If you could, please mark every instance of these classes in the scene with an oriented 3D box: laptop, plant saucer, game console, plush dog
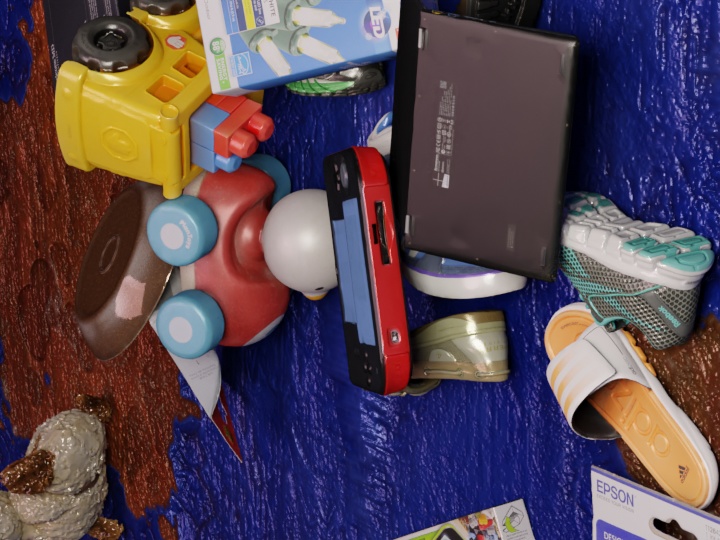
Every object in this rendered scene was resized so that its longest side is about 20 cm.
[{"bbox_3d":[0.088,-0.115,1.476,0.199,0.116,0.189,14,113,25],"label":"laptop"},{"bbox_3d":[-0.236,-0.011,1.899,0.200,0.036,0.201,-45,33,40],"label":"plant saucer"},{"bbox_3d":[0.000,0.000,1.589,0.177,0.031,0.202,179,85,-76],"label":"game console"},{"bbox_3d":[-0.353,0.241,2.279,0.160,0.200,0.172,25,138,13],"label":"plush dog"}]

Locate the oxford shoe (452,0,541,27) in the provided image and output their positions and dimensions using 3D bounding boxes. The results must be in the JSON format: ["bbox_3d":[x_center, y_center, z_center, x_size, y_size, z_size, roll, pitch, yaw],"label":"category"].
[{"bbox_3d":[0.095,-0.198,1.521,0.084,0.072,0.202,35,127,50],"label":"oxford shoe"}]

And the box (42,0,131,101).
[{"bbox_3d":[-0.248,-0.294,1.968,0.182,0.103,0.202,-30,65,55],"label":"box"}]

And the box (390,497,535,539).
[{"bbox_3d":[0.093,0.275,1.695,0.200,0.035,0.111,-31,74,56],"label":"box"}]

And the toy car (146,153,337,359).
[{"bbox_3d":[-0.066,-0.010,1.779,0.198,0.184,0.178,5,109,25],"label":"toy car"}]

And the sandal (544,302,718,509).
[{"bbox_3d":[0.194,0.103,1.466,0.207,0.059,0.080,51,137,37],"label":"sandal"}]

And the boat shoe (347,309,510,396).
[{"bbox_3d":[0.058,0.084,1.662,0.200,0.073,0.064,-23,76,49],"label":"boat shoe"}]

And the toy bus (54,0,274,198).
[{"bbox_3d":[-0.153,-0.164,1.744,0.191,0.200,0.136,23,139,20],"label":"toy bus"}]

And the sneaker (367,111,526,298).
[{"bbox_3d":[0.065,-0.066,1.596,0.200,0.080,0.148,25,124,58],"label":"sneaker"}]

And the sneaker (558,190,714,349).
[{"bbox_3d":[0.182,0.001,1.447,0.200,0.077,0.092,30,128,52],"label":"sneaker"}]

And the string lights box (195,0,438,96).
[{"bbox_3d":[-0.036,-0.220,1.630,0.198,0.059,0.104,-12,89,20],"label":"string lights box"}]

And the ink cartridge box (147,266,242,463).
[{"bbox_3d":[-0.159,0.074,1.935,0.201,0.050,0.163,58,-175,-33],"label":"ink cartridge box"}]

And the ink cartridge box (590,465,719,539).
[{"bbox_3d":[0.251,0.263,1.443,0.197,0.047,0.202,19,113,55],"label":"ink cartridge box"}]

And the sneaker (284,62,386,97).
[{"bbox_3d":[-0.044,-0.212,1.726,0.200,0.078,0.086,38,128,47],"label":"sneaker"}]
